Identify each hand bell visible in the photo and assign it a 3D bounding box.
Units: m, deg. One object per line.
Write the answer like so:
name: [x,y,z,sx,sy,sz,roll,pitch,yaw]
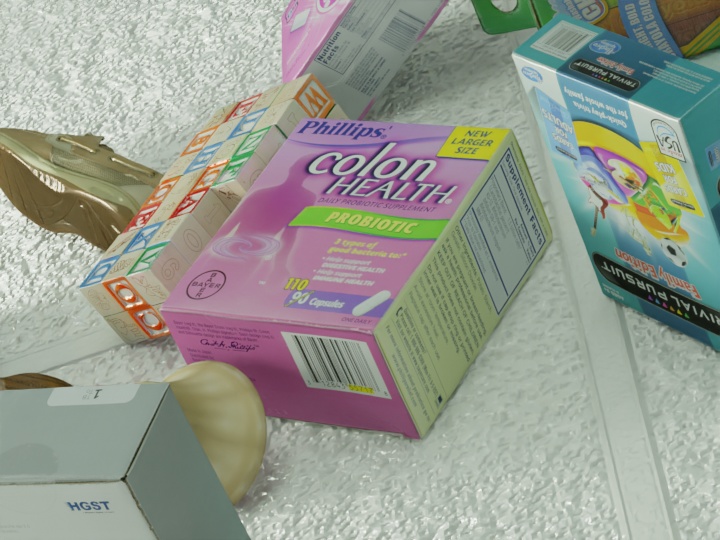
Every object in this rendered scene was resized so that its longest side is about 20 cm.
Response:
hand bell: [-0.156,0.088,1.516,0.104,0.200,0.105,-10,72,32]

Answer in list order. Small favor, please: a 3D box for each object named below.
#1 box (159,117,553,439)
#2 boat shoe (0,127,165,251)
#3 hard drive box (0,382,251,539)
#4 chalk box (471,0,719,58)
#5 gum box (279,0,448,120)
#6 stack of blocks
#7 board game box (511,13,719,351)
box: [0.000,0.000,1.644,0.175,0.097,0.200,6,45,36]
boat shoe: [-0.213,-0.068,1.886,0.064,0.072,0.200,-38,45,-28]
hard drive box: [-0.150,0.165,1.435,0.155,0.201,0.077,-3,41,26]
chalk box: [0.175,-0.220,1.799,0.199,0.125,0.124,-19,36,10]
gum box: [0.012,-0.211,1.853,0.200,0.066,0.114,-52,24,29]
stack of blocks: [-0.099,-0.043,1.760,0.115,0.059,0.200,-15,32,48]
board game box: [0.183,-0.047,1.507,0.047,0.201,0.151,-38,38,-19]
